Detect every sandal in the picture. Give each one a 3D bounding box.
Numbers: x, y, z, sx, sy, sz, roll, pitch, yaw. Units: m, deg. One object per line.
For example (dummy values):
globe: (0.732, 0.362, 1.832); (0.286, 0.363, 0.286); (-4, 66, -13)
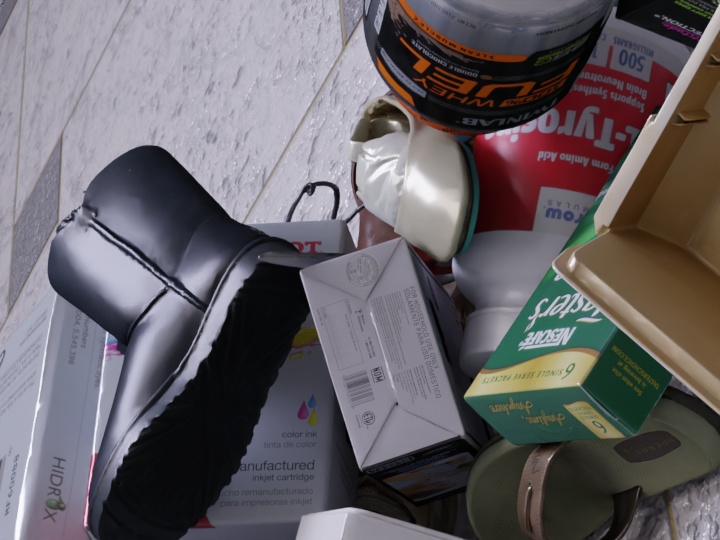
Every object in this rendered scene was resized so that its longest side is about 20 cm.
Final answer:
sandal: (0.111, 0.113, 1.386); (0.201, 0.080, 0.058); (-39, 26, 57)

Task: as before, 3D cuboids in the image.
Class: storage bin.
storage bin: (0.204, -0.036, 1.104); (0.198, 0.093, 0.201); (41, 119, 26)

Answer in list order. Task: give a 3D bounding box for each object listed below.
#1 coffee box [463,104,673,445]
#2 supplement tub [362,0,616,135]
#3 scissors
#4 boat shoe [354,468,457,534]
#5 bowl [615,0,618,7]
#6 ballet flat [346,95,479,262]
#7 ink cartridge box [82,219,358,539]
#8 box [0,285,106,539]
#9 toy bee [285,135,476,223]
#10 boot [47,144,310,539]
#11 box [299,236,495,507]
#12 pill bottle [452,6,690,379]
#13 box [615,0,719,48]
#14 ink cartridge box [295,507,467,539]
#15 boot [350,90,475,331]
coffee box: (0.143, -0.004, 1.355); (0.200, 0.044, 0.123); (-55, 18, -18)
supplement tub: (0.066, -0.144, 1.349); (0.200, 0.122, 0.123); (106, 177, -73)
scissors: (0.000, 0.000, 1.492); (0.073, 0.199, 0.014); (-29, 74, 44)
boat shoe: (0.016, 0.146, 1.611); (0.072, 0.065, 0.201); (-15, 49, 14)
bowl: (0.108, -0.214, 1.539); (0.200, 0.105, 0.202); (15, 109, 53)
ballet flat: (0.025, -0.055, 1.481); (0.200, 0.069, 0.070); (-97, 29, -72)
ink cartridge box: (-0.077, 0.076, 1.587); (0.083, 0.145, 0.201); (70, -161, -57)
box: (-0.161, 0.143, 1.721); (0.199, 0.171, 0.201); (-43, 34, 53)
toy bee: (0.071, -0.057, 1.626); (0.200, 0.131, 0.109); (-51, 57, 8)
boot: (-0.124, 0.041, 1.527); (0.168, 0.076, 0.201); (32, 94, 47)
box: (0.027, 0.060, 1.502); (0.200, 0.060, 0.117); (50, -158, -75)
pill bottle: (0.112, -0.036, 1.477); (0.112, 0.112, 0.201); (-29, 47, 63)
box: (0.230, -0.185, 1.270); (0.200, 0.124, 0.149); (-20, 54, 65)
ink cartridge box: (0.021, 0.240, 1.428); (0.084, 0.145, 0.201); (162, 125, -69)
boot: (0.043, -0.017, 1.725); (0.200, 0.064, 0.188); (-146, 62, -74)
